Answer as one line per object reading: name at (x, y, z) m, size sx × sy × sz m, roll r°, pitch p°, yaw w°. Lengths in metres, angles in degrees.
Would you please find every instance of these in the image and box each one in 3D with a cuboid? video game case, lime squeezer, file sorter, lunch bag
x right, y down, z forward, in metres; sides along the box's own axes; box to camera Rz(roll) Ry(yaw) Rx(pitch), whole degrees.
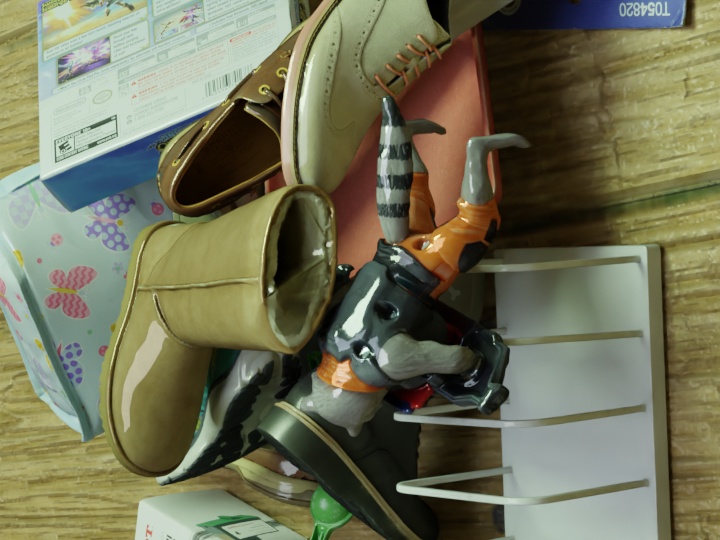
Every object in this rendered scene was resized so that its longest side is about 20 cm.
video game case at (-0.130, -0.152, 1.490) m, size 0.200 × 0.045 × 0.181 m, roll -21°, pitch 48°, yaw 15°
lime squeezer at (-0.022, 0.149, 1.480) m, size 0.038 × 0.071 × 0.200 m, roll 13°, pitch 105°, yaw 16°
file sorter at (0.099, 0.087, 1.328) m, size 0.139 × 0.124 × 0.200 m, roll -1°, pitch 91°, yaw 50°
lunch bag at (-0.183, -0.007, 1.572) m, size 0.127 × 0.169 × 0.200 m, roll 35°, pitch 150°, yaw 52°

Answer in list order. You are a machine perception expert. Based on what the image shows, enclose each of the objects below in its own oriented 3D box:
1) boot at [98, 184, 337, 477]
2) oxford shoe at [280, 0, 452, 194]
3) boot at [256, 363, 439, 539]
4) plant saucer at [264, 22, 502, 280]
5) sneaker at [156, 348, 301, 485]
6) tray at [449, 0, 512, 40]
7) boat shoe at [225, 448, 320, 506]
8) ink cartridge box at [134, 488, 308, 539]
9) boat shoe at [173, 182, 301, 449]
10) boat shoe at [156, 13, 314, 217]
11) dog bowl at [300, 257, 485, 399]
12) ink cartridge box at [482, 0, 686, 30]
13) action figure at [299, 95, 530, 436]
boot at (-0.089, 0.041, 1.296) m, size 0.200 × 0.066 × 0.175 m, roll -5°, pitch 81°, yaw 60°
oxford shoe at (0.011, -0.133, 1.273) m, size 0.074 × 0.071 × 0.200 m, roll 16°, pitch 82°, yaw 26°
boot at (0.032, 0.104, 1.424) m, size 0.077 × 0.200 × 0.138 m, roll 32°, pitch 79°, yaw 36°
plant saucer at (0.017, -0.083, 1.399) m, size 0.200 × 0.037 × 0.200 m, roll -30°, pitch 51°, yaw 35°
sneaker at (-0.096, 0.081, 1.448) m, size 0.080 × 0.077 × 0.200 m, roll 57°, pitch 143°, yaw 20°
tray at (0.087, -0.224, 1.296) m, size 0.200 × 0.022 × 0.108 m, roll -30°, pitch 84°, yaw 35°
boat shoe at (-0.084, 0.116, 1.595) m, size 0.200 × 0.072 × 0.068 m, roll 20°, pitch 98°, yaw 42°
ink cartridge box at (-0.090, 0.266, 1.605) m, size 0.200 × 0.084 × 0.146 m, roll 21°, pitch 108°, yaw 48°
boat shoe at (-0.069, 0.026, 1.481) m, size 0.075 × 0.068 × 0.200 m, roll 8°, pitch 120°, yaw 36°
boat shoe at (-0.047, -0.101, 1.365) m, size 0.200 × 0.068 × 0.072 m, roll -38°, pitch 102°, yaw 9°
dog bowl at (0.000, 0.000, 1.496) m, size 0.200 × 0.059 × 0.200 m, roll 4°, pitch 96°, yaw 52°
ink cartridge box at (0.124, -0.251, 1.337) m, size 0.199 × 0.041 × 0.200 m, roll 6°, pitch 97°, yaw 51°
action figure at (0.009, 0.000, 1.260) m, size 0.200 × 0.105 × 0.194 m, roll 18°, pitch 88°, yaw 50°
